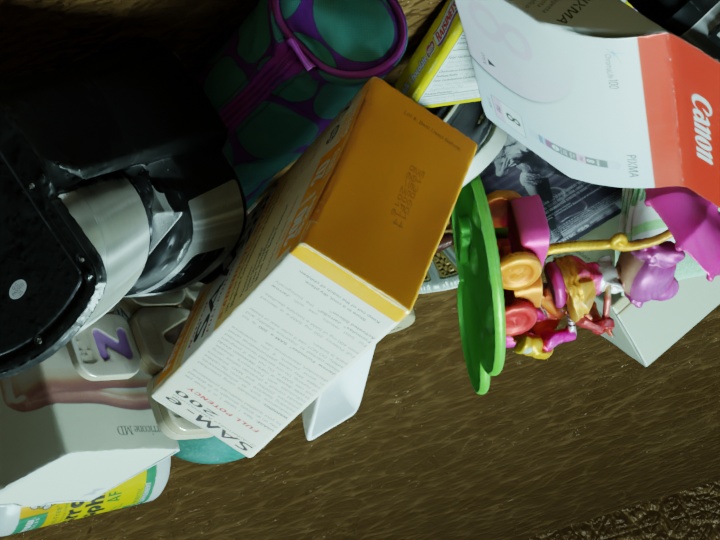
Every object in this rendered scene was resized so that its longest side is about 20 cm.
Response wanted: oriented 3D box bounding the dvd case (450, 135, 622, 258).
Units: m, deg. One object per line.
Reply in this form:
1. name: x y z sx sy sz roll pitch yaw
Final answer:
1. dvd case: 0.126 -0.075 1.541 0.148 0.016 0.200 -32 145 17

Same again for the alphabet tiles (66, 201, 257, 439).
1. alphabet tiles: -0.111 0.005 1.301 0.015 0.201 0.195 -34 158 35

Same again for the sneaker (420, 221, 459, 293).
1. sneaker: 0.101 -0.026 1.683 0.199 0.076 0.088 -21 164 3

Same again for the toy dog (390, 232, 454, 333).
1. toy dog: 0.000 -0.013 1.524 0.096 0.133 0.200 -24 -177 21

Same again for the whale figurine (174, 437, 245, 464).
1. whale figurine: -0.081 0.055 1.567 0.159 0.104 0.200 -42 -169 50

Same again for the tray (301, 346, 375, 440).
1. tray: 0.000 0.000 1.343 0.022 0.202 0.107 18 -170 15

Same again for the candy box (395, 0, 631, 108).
1. candy box: 0.126 -0.151 1.381 0.199 0.027 0.102 -10 151 -31

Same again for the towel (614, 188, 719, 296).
1. towel: 0.252 -0.085 1.556 0.152 0.023 0.202 -13 121 -28

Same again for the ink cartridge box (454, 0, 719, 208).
1. ink cartridge box: 0.144 -0.095 1.245 0.057 0.200 0.163 -41 151 -12

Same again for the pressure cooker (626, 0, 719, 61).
1. pressure cooker: 0.251 -0.170 1.193 0.176 0.200 0.179 -49 -178 -17

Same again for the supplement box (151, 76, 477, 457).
1. supplement box: -0.029 0.002 1.198 0.073 0.127 0.200 32 142 -11

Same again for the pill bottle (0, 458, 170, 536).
1. pill bottle: -0.263 0.150 1.748 0.199 0.114 0.113 -10 161 -31

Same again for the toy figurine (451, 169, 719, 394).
1. toy figurine: 0.164 -0.001 1.495 0.182 0.151 0.201 -8 142 -6

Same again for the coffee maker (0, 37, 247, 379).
1. coffee maker: -0.161 -0.061 1.134 0.134 0.194 0.200 -9 -171 22

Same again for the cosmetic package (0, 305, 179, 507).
1. cosmetic package: -0.193 0.030 1.281 0.087 0.201 0.103 -29 162 32

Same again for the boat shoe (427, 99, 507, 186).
1. boat shoe: 0.008 -0.050 1.410 0.200 0.074 0.060 -41 121 -5

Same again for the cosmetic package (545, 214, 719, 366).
1. cosmetic package: 0.253 -0.030 1.669 0.200 0.103 0.073 -41 125 -8

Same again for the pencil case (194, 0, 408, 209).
1. pencil case: -0.056 -0.098 1.240 0.092 0.085 0.200 -39 179 -40
